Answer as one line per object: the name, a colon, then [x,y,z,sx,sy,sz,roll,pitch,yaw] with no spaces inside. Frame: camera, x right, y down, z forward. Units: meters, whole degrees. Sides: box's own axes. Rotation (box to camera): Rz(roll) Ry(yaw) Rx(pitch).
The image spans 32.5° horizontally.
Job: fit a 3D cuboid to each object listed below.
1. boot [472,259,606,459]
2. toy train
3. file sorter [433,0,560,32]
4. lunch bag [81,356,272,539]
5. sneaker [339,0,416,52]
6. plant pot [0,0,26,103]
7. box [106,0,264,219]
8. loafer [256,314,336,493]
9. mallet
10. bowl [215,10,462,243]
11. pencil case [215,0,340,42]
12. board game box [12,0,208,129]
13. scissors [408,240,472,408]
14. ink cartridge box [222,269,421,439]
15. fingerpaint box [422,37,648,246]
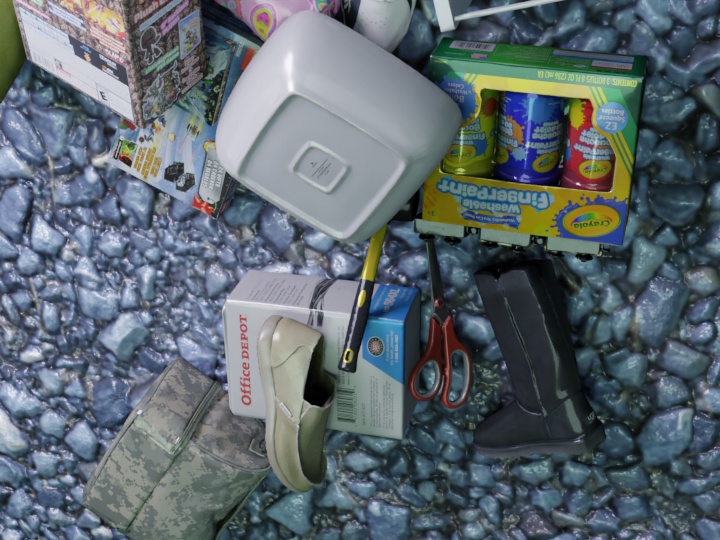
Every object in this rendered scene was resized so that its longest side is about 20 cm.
boot: [0.156,0.091,1.284,0.164,0.066,0.202,-11,107,42]
toy train: [0.152,-0.038,1.237,0.197,0.046,0.035,8,110,14]
file sorter: [0.115,-0.330,1.051,0.123,0.139,0.202,-9,113,18]
lunch bag: [-0.203,0.228,1.420,0.167,0.140,0.201,36,121,-2]
sneaker: [0.014,-0.274,1.089,0.079,0.130,0.201,16,118,3]
plant pot: [-0.371,-0.296,1.207,0.187,0.187,0.200,42,105,-6]
box: [-0.170,-0.170,1.271,0.136,0.040,0.201,28,120,3]
loafer: [-0.059,0.143,1.274,0.067,0.076,0.202,1,116,23]
mallet: [0.000,0.000,1.251,0.065,0.041,0.202,19,85,14]
bowl: [-0.030,-0.115,1.139,0.198,0.075,0.200,31,134,-12]
pencil case: [-0.112,-0.284,1.143,0.200,0.087,0.088,42,120,-1]
board game box: [-0.235,-0.260,1.129,0.159,0.097,0.201,31,147,21]
scissors: [0.089,0.045,1.298,0.072,0.014,0.203,3,94,-20]
ink cartridge box: [-0.040,0.088,1.333,0.197,0.084,0.148,7,118,14]
fingerpaint box: [0.163,-0.123,1.174,0.197,0.073,0.169,9,117,13]
